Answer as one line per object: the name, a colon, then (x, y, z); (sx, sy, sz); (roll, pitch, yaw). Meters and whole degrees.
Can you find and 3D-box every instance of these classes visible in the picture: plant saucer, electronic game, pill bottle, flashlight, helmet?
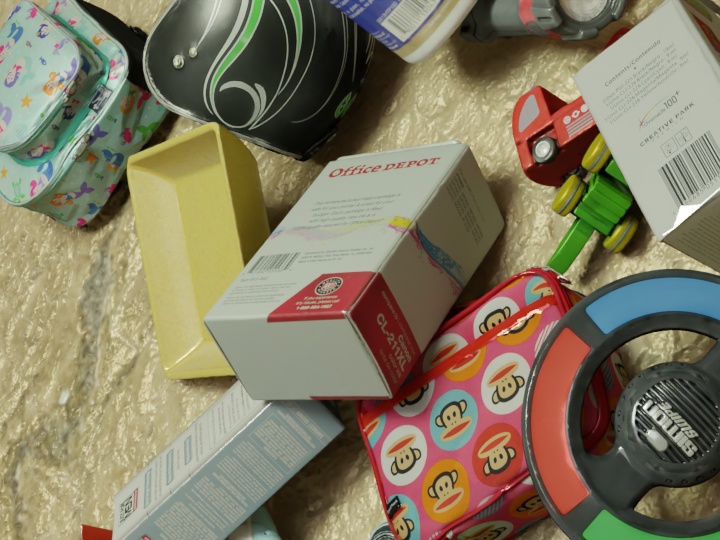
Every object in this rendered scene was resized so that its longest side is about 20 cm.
plant saucer: (-0.126, -0.013, 1.293); (0.199, 0.048, 0.203); (-10, 90, 59)
electronic game: (0.201, 0.098, 0.974); (0.197, 0.042, 0.203); (-2, 77, 7)
pill bottle: (-0.001, -0.264, 1.171); (0.120, 0.199, 0.120); (-49, 15, 18)
flashlight: (0.129, -0.206, 1.137); (0.200, 0.067, 0.069); (-146, 45, -73)
helmet: (-0.083, -0.209, 1.288); (0.199, 0.199, 0.193); (27, 97, 43)

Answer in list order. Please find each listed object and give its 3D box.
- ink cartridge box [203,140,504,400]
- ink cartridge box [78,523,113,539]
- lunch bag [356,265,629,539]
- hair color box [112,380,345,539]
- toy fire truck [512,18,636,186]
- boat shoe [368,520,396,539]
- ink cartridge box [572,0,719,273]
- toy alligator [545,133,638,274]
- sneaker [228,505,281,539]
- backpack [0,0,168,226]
ink cartridge box: (0.000, 0.000, 1.150); (0.144, 0.083, 0.201); (-5, 36, 40)
ink cartridge box: (-0.178, 0.310, 1.240); (0.050, 0.108, 0.203); (-18, 63, 35)
lunch bag: (0.095, 0.096, 1.102); (0.199, 0.082, 0.178); (-36, 51, 24)
hair color box: (-0.108, 0.154, 1.215); (0.200, 0.061, 0.099); (-42, 17, 6)
toy fire truck: (0.188, -0.168, 1.131); (0.199, 0.048, 0.143); (-33, 55, 30)
boat shoe: (0.022, 0.270, 1.089); (0.070, 0.090, 0.203); (-26, 60, 29)
ink cartridge box: (0.230, -0.082, 0.958); (0.084, 0.199, 0.177); (-38, 53, 25)
toy alligator: (0.194, -0.081, 1.084); (0.201, 0.059, 0.054); (-57, 3, 25)
sneaker: (-0.044, 0.254, 1.184); (0.081, 0.074, 0.201); (-23, 50, -1)
backpack: (-0.293, -0.152, 1.492); (0.177, 0.150, 0.201); (43, 108, 40)
